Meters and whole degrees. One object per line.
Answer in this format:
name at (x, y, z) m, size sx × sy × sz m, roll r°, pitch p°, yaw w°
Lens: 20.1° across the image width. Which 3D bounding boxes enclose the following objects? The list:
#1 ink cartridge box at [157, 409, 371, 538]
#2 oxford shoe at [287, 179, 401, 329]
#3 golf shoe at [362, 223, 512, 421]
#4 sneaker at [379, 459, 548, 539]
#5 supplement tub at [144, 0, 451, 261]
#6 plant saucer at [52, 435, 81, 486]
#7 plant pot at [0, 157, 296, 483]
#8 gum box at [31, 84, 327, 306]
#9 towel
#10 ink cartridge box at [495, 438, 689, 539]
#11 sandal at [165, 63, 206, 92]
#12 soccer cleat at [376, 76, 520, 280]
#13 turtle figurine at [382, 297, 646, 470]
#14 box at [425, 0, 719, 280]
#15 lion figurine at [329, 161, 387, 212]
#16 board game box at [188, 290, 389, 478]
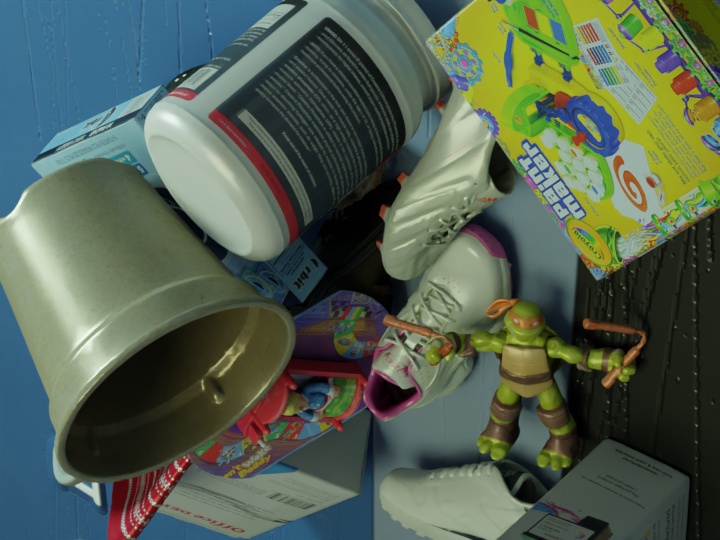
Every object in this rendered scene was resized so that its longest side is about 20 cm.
ink cartridge box at (-0.106, 0.164, 1.816) m, size 0.145 × 0.084 × 0.200 m, roll 23°, pitch 151°, yaw -26°
oxford shoe at (0.000, 0.000, 1.661) m, size 0.084 × 0.073 × 0.200 m, roll 23°, pitch 133°, yaw -21°
golf shoe at (0.059, 0.048, 1.606) m, size 0.075 × 0.091 × 0.200 m, roll 40°, pitch 138°, yaw 19°
sneaker at (0.101, 0.190, 1.697) m, size 0.199 × 0.076 × 0.081 m, roll 15°, pitch 111°, yaw 38°
supplement tub at (-0.045, -0.116, 1.479) m, size 0.140 × 0.200 × 0.141 m, roll 42°, pitch 160°, yaw 19°
plant saucer at (-0.202, 0.100, 1.767) m, size 0.050 × 0.201 × 0.200 m, roll 25°, pitch 147°, yaw -19°
plant pot at (-0.179, 0.024, 1.514) m, size 0.184 × 0.200 × 0.201 m, roll 54°, pitch 145°, yaw 25°
gum box at (-0.146, -0.044, 1.626) m, size 0.200 × 0.045 × 0.170 m, roll 48°, pitch 147°, yaw -18°
towel at (-0.160, 0.132, 1.729) m, size 0.022 × 0.145 × 0.200 m, roll 25°, pitch 120°, yaw -19°
ink cartridge box at (0.163, 0.248, 1.558) m, size 0.084 × 0.200 × 0.145 m, roll 24°, pitch 133°, yaw 33°
sandal at (-0.134, -0.145, 1.684) m, size 0.200 × 0.075 × 0.048 m, roll -4°, pitch 89°, yaw 48°
soccer cleat at (0.073, -0.062, 1.508) m, size 0.078 × 0.069 × 0.200 m, roll 40°, pitch 126°, yaw 22°
turtle figurine at (0.120, 0.077, 1.573) m, size 0.199 × 0.065 × 0.162 m, roll 2°, pitch 131°, yaw 7°
box at (0.183, -0.133, 1.317) m, size 0.200 × 0.122 × 0.192 m, roll 54°, pitch 142°, yaw -1°
lion figurine at (-0.082, -0.089, 1.612) m, size 0.199 × 0.073 × 0.123 m, roll 10°, pitch 162°, yaw -6°
board game box at (-0.048, 0.107, 1.641) m, size 0.039 × 0.199 × 0.158 m, roll 52°, pitch 167°, yaw 38°
